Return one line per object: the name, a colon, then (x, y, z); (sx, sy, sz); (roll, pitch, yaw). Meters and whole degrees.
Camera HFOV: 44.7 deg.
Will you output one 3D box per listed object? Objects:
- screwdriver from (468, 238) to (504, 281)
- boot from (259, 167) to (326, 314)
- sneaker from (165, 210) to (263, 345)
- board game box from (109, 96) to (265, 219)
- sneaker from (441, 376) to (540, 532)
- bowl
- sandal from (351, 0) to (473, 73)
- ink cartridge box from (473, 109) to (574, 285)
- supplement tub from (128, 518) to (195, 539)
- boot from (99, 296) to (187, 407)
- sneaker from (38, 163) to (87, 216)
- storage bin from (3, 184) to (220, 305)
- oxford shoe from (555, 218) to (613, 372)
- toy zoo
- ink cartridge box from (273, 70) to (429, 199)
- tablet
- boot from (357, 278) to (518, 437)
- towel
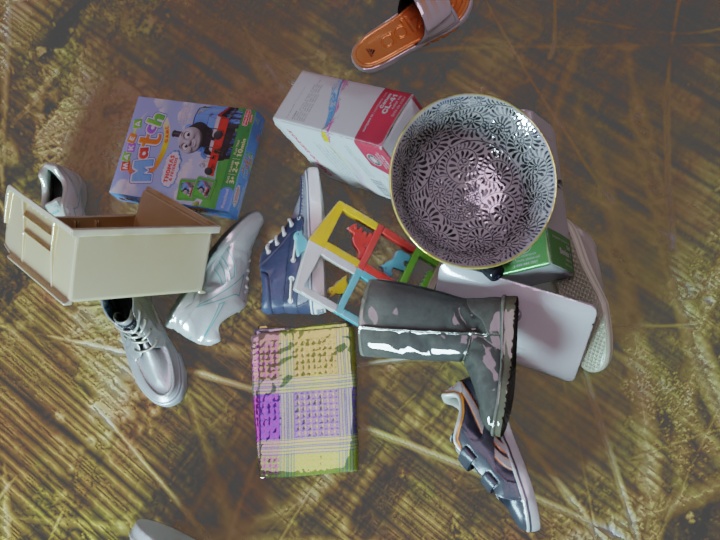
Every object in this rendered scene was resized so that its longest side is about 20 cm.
screwdriver: (0.119, -0.060, 1.103); (0.029, 0.028, 0.201); (-41, 54, 11)
boot: (-0.093, -0.041, 1.183); (0.088, 0.073, 0.204); (-2, 76, 1)
sneaker: (-0.183, 0.011, 1.195); (0.080, 0.070, 0.202); (35, 74, -13)
board game box: (-0.247, -0.162, 1.242); (0.197, 0.037, 0.154); (9, 77, 20)
sneaker: (0.158, 0.229, 1.080); (0.078, 0.079, 0.203); (-16, 63, -1)
bowl: (0.125, -0.099, 1.039); (0.197, 0.094, 0.205); (1, 85, -6)
sandal: (0.075, -0.357, 1.248); (0.205, 0.059, 0.080); (-36, 74, -2)
ink cartridge box: (0.184, -0.083, 1.124); (0.144, 0.084, 0.204); (-14, 72, 34)
supplement tub: (-0.264, 0.422, 1.055); (0.139, 0.140, 0.202); (24, 80, 13)
boot: (-0.300, 0.086, 1.169); (0.073, 0.096, 0.202); (-29, 74, 0)
sneaker: (-0.413, -0.056, 1.223); (0.069, 0.080, 0.203); (-20, 75, 0)
storage bin: (-0.318, -0.041, 1.103); (0.197, 0.198, 0.095); (28, 113, 41)
oxford shoe: (0.287, 0.028, 1.122); (0.075, 0.057, 0.204); (-27, 70, 42)
toy zoo: (0.000, 0.000, 1.149); (0.198, 0.020, 0.133); (30, 80, -10)
ink cartridge box: (0.006, -0.169, 1.129); (0.198, 0.148, 0.086); (24, 77, 39)
tablet: (0.186, 0.066, 1.099); (0.197, 0.132, 0.014); (16, 42, 12)
boot: (0.091, 0.103, 1.071); (0.196, 0.073, 0.185); (2, 75, 15)
towel: (-0.072, 0.167, 1.156); (0.141, 0.023, 0.204); (-5, 76, 6)
